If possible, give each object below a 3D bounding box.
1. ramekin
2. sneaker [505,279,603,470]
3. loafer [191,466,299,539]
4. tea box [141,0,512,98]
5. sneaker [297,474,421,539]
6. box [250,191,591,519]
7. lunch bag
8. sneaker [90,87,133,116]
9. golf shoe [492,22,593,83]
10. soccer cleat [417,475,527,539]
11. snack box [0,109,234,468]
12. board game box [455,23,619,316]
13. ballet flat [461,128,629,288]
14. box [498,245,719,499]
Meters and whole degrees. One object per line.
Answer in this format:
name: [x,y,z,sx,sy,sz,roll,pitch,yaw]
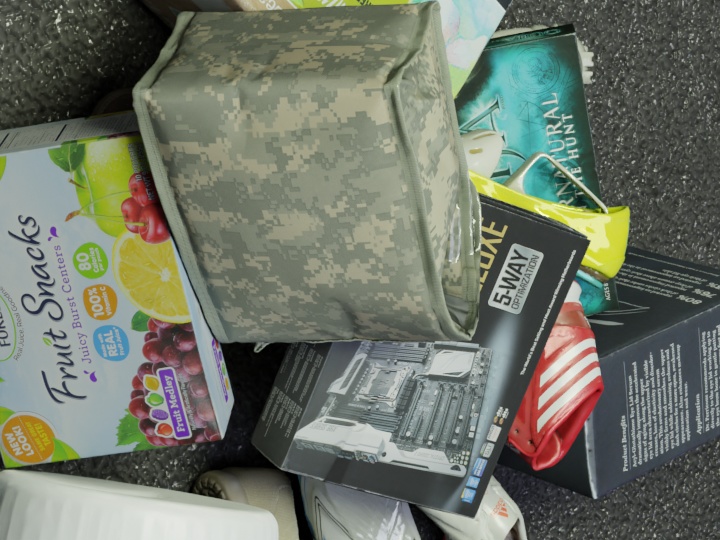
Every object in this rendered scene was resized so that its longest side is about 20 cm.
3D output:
ramekin: [-0.143,0.181,1.426,0.199,0.200,0.099,11,86,-42]
sneaker: [0.069,0.088,1.581,0.078,0.199,0.116,31,38,-63]
loafer: [-0.059,0.222,1.586,0.068,0.075,0.202,-21,113,-30]
tea box: [-0.016,-0.204,1.479,0.200,0.133,0.198,41,75,-40]
sneaker: [0.004,0.188,1.588,0.071,0.072,0.202,-20,111,-17]
box: [0.038,0.043,1.489,0.157,0.050,0.201,18,99,-34]
lunch bag: [-0.022,-0.045,1.365,0.118,0.163,0.201,-66,149,-53]
sneaker: [-0.126,-0.012,1.468,0.070,0.075,0.202,-14,110,-38]
golf shoe: [0.102,-0.074,1.653,0.096,0.078,0.202,0,104,-14]
soccer cleat: [0.072,0.160,1.686,0.069,0.077,0.201,-49,127,-21]
snack box: [-0.166,0.012,1.400,0.053,0.141,0.202,-72,152,-64]
board game box: [0.096,-0.058,1.608,0.134,0.028,0.202,-10,109,4]
ballet flat: [0.092,-0.055,1.563,0.199,0.067,0.067,24,95,-15]
box: [0.181,0.069,1.714,0.199,0.147,0.105,-21,115,-35]
